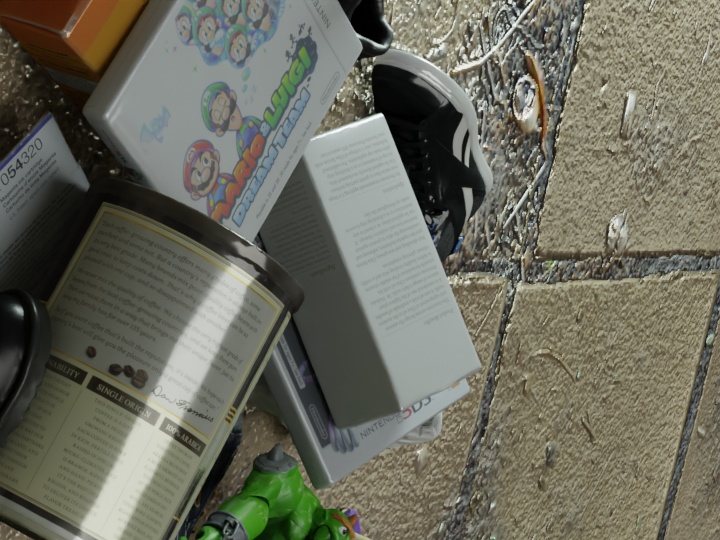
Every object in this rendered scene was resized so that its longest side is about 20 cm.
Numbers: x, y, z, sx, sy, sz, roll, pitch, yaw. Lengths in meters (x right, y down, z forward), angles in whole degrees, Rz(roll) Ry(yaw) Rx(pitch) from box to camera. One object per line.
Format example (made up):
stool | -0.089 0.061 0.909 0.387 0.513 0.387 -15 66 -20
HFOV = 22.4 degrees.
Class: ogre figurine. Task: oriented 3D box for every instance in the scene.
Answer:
ogre figurine | -0.067 0.202 1.275 0.200 0.098 0.120 51 60 -38

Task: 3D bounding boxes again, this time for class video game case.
video game case | -0.012 0.034 1.345 0.181 0.023 0.201 -28 96 -48
video game case | -0.079 -0.122 1.145 0.201 0.024 0.182 -61 146 -21

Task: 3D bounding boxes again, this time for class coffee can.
coffee can | -0.142 0.068 1.070 0.201 0.146 0.146 -62 146 -14

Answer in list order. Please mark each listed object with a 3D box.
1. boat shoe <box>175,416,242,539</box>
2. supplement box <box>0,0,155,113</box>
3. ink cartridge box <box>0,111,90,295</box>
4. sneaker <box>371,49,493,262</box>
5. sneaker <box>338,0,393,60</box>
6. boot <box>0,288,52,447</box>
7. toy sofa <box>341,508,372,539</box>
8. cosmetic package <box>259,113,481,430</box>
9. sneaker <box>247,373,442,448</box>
boat shoe | -0.130 0.159 1.272 0.091 0.071 0.202 -8 109 -50
supplement box | -0.141 -0.119 1.133 0.067 0.068 0.200 -60 144 -17
ink cartridge box | -0.224 0.035 1.104 0.197 0.043 0.201 -50 139 -28
sneaker | 0.045 -0.074 1.418 0.112 0.073 0.200 -64 148 -20
sneaker | -0.008 -0.235 1.241 0.070 0.099 0.201 -39 135 -43
boot | -0.275 0.069 0.955 0.211 0.079 0.158 -49 137 -2
toy sofa | -0.001 0.306 1.525 0.097 0.082 0.201 -36 133 -41
cosmetic package | 0.000 0.000 1.302 0.101 0.071 0.201 -22 91 -47
sneaker | -0.034 0.108 1.389 0.199 0.099 0.078 22 47 -36
